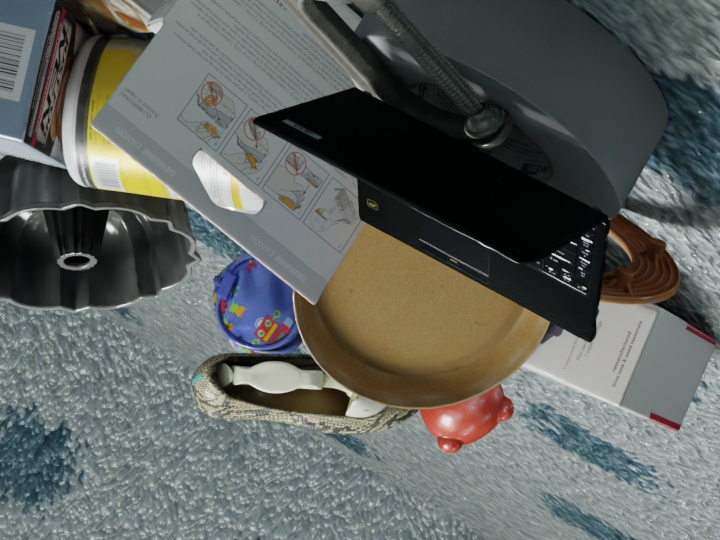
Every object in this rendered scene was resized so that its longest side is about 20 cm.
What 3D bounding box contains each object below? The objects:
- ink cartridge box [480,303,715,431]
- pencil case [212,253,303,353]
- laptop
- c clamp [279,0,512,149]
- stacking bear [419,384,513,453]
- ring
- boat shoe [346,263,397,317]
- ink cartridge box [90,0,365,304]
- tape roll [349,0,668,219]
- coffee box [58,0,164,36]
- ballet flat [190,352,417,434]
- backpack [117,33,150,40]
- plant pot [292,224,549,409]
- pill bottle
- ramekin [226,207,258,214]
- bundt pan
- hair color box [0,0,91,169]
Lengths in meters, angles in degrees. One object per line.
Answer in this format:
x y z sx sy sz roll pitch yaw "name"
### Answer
0.161 0.045 1.464 0.199 0.085 0.144 24 180 31 "ink cartridge box"
-0.085 0.032 1.560 0.086 0.079 0.200 21 175 0 "pencil case"
0.044 -0.020 1.060 0.176 0.104 0.201 29 151 20 "laptop"
0.021 -0.123 1.041 0.170 0.027 0.200 19 162 43 "c clamp"
0.054 0.062 1.600 0.201 0.121 0.114 57 169 18 "stacking bear"
0.124 -0.033 1.238 0.198 0.019 0.201 16 -158 -7 "ring"
0.004 -0.003 1.418 0.086 0.074 0.204 21 134 58 "boat shoe"
-0.062 -0.107 1.237 0.200 0.177 0.045 39 168 -19 "ink cartridge box"
0.089 -0.111 1.141 0.199 0.067 0.200 30 168 7 "tape roll"
-0.200 -0.233 1.330 0.114 0.080 0.199 37 167 -27 "coffee box"
-0.038 0.096 1.497 0.198 0.069 0.075 4 163 -12 "ballet flat"
-0.247 -0.158 1.564 0.182 0.147 0.200 37 176 24 "backpack"
0.048 0.010 1.367 0.199 0.200 0.028 36 -162 -20 "plant pot"
-0.108 -0.104 1.333 0.198 0.113 0.112 8 164 6 "pill bottle"
-0.083 -0.083 1.519 0.200 0.098 0.200 38 176 3 "ramekin"
-0.231 -0.040 1.494 0.199 0.077 0.202 -5 154 -2 "bundt pan"
-0.238 -0.135 1.310 0.060 0.100 0.200 13 178 0 "hair color box"
